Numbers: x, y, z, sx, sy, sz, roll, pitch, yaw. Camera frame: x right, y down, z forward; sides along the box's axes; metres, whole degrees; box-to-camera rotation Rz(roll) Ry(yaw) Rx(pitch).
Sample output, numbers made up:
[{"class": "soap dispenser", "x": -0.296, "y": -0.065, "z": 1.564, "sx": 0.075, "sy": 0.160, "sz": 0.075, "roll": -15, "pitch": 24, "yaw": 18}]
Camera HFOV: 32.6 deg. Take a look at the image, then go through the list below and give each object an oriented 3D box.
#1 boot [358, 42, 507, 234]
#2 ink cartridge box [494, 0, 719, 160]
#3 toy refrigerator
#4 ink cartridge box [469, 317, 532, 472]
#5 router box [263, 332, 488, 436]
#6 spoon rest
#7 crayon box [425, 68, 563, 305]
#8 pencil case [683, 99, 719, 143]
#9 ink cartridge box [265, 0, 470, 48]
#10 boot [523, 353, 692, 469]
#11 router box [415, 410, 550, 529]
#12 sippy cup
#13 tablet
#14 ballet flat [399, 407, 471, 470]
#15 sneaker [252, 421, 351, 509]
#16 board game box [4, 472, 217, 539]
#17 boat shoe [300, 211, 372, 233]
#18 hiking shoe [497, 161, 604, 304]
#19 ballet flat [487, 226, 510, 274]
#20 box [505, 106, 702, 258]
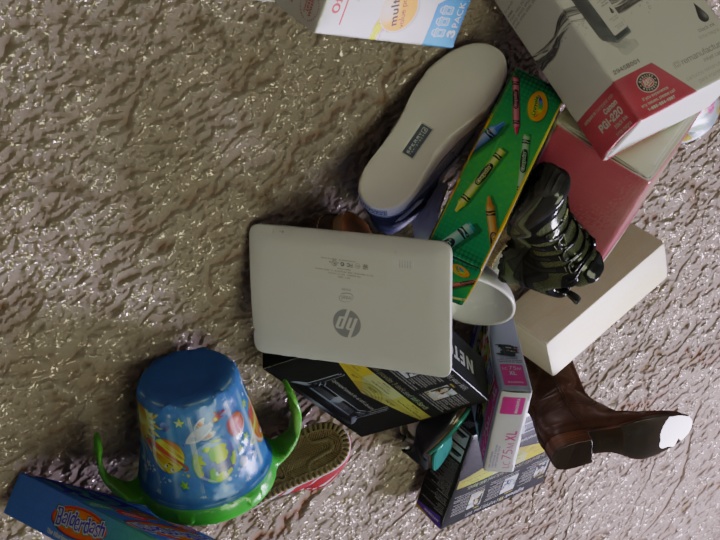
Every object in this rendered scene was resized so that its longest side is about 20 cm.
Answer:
[{"class": "boot", "x": 0.069, "y": -0.128, "z": 1.196, "sx": 0.200, "sy": 0.073, "sz": 0.090, "roll": -49, "pitch": 167, "yaw": -8}, {"class": "ink cartridge box", "x": 0.237, "y": -0.226, "z": 1.137, "sx": 0.145, "sy": 0.200, "sz": 0.085, "roll": -28, "pitch": 167, "yaw": -23}, {"class": "toy refrigerator", "x": 0.271, "y": 0.031, "z": 1.475, "sx": 0.200, "sy": 0.076, "sz": 0.070, "roll": -38, "pitch": 138, "yaw": -18}, {"class": "ink cartridge box", "x": 0.151, "y": 0.115, "z": 1.388, "sx": 0.042, "sy": 0.200, "sz": 0.120, "roll": 4, "pitch": 125, "yaw": -4}, {"class": "router box", "x": 0.019, "y": 0.096, "z": 1.261, "sx": 0.157, "sy": 0.052, "sz": 0.200, "roll": -18, "pitch": 145, "yaw": 23}, {"class": "spoon rest", "x": 0.099, "y": -0.003, "z": 1.295, "sx": 0.200, "sy": 0.099, "sz": 0.061, "roll": 60, "pitch": 41, "yaw": -40}, {"class": "crayon box", "x": 0.122, "y": -0.078, "z": 1.179, "sx": 0.200, "sy": 0.058, "sz": 0.119, "roll": -63, "pitch": 175, "yaw": -17}, {"class": "pencil case", "x": 0.327, "y": -0.220, "z": 1.322, "sx": 0.091, "sy": 0.083, "sz": 0.200, "roll": -50, "pitch": 142, "yaw": -6}, {"class": "ink cartridge box", "x": 0.006, "y": -0.255, "z": 1.019, "sx": 0.200, "sy": 0.068, "sz": 0.115, "roll": -3, "pitch": 124, "yaw": -40}, {"class": "boot", "x": 0.271, "y": 0.140, "z": 1.469, "sx": 0.186, "sy": 0.200, "sz": 0.064, "roll": -6, "pitch": 126, "yaw": -14}, {"class": "router box", "x": 0.175, "y": 0.228, "z": 1.575, "sx": 0.200, "sy": 0.052, "sz": 0.158, "roll": -14, "pitch": 131, "yaw": -40}, {"class": "sippy cup", "x": -0.156, "y": 0.151, "z": 1.177, "sx": 0.178, "sy": 0.139, "sz": 0.131, "roll": -39, "pitch": 133, "yaw": -40}, {"class": "tablet", "x": -0.011, "y": 0.027, "z": 1.136, "sx": 0.014, "sy": 0.200, "sz": 0.130, "roll": -37, "pitch": 130, "yaw": -61}, {"class": "ballet flat", "x": 0.077, "y": 0.180, "z": 1.411, "sx": 0.073, "sy": 0.073, "sz": 0.200, "roll": -33, "pitch": 163, "yaw": -16}, {"class": "sneaker", "x": -0.101, "y": 0.216, "z": 1.315, "sx": 0.200, "sy": 0.071, "sz": 0.112, "roll": -18, "pitch": 169, "yaw": 2}, {"class": "board game box", "x": -0.210, "y": 0.249, "z": 1.146, "sx": 0.152, "sy": 0.200, "sz": 0.045, "roll": 30, "pitch": 78, "yaw": -50}, {"class": "boat shoe", "x": 0.000, "y": 0.000, "z": 1.237, "sx": 0.070, "sy": 0.071, "sz": 0.200, "roll": -17, "pitch": 146, "yaw": 25}, {"class": "hiking shoe", "x": 0.198, "y": -0.035, "z": 1.208, "sx": 0.200, "sy": 0.100, "sz": 0.076, "roll": 90, "pitch": 25, "yaw": -65}, {"class": "ballet flat", "x": 0.191, "y": -0.039, "z": 1.366, "sx": 0.200, "sy": 0.065, "sz": 0.071, "roll": -39, "pitch": 143, "yaw": -8}, {"class": "box", "x": 0.244, "y": -0.103, "z": 1.250, "sx": 0.128, "sy": 0.109, "sz": 0.200, "roll": -50, "pitch": 168, "yaw": -28}]
